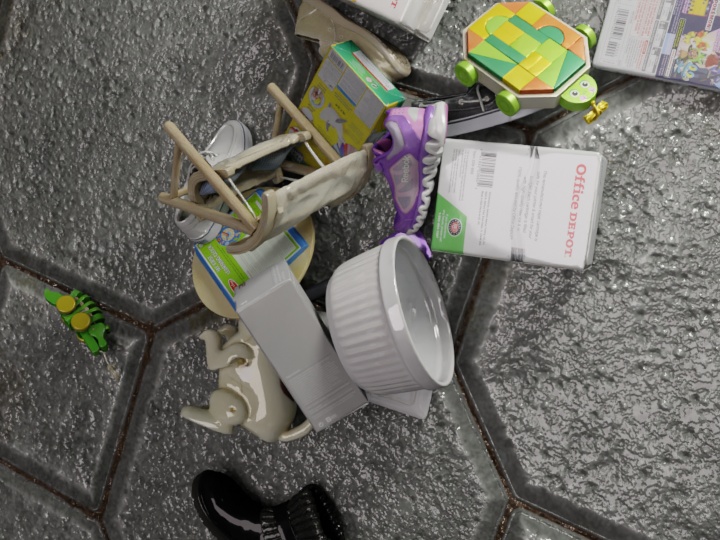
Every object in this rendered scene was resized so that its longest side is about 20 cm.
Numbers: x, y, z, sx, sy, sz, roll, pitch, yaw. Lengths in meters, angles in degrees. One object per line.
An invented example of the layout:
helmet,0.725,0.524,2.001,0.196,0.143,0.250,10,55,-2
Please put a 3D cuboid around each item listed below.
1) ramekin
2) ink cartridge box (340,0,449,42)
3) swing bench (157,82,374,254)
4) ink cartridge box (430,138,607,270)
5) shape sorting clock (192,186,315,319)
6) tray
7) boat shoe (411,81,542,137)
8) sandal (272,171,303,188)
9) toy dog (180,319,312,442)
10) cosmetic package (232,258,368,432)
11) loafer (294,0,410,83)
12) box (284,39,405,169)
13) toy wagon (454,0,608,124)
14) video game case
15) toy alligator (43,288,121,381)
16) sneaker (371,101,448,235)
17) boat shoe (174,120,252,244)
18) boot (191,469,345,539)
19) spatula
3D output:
ramekin,0.037,0.065,1.126,0.105,0.200,0.201,-18,85,20
ink cartridge box,0.039,-0.396,1.149,0.200,0.125,0.129,31,103,18
swing bench,-0.122,-0.123,1.142,0.200,0.199,0.130,36,133,25
ink cartridge box,0.202,-0.084,1.116,0.199,0.084,0.147,9,96,22
shape sorting clock,-0.151,-0.026,1.230,0.199,0.039,0.201,-11,60,20
tray,0.010,0.133,1.238,0.199,0.022,0.108,15,99,21
boat shoe,0.160,-0.221,1.135,0.199,0.074,0.068,-10,103,31
sandal,-0.125,-0.046,1.277,0.075,0.048,0.201,30,90,24
toy dog,-0.142,0.130,1.238,0.193,0.139,0.201,19,95,26
cosmetic package,-0.079,0.095,1.133,0.090,0.107,0.200,-29,110,-1
loafer,-0.014,-0.308,1.207,0.200,0.076,0.068,41,107,26
box,-0.030,-0.198,1.195,0.117,0.048,0.200,50,135,12
toy wagon,0.221,-0.255,1.078,0.155,0.040,0.200,-41,65,-15
video game case,0.397,-0.328,1.061,0.182,0.023,0.201,17,97,21
toy alligator,-0.428,0.090,1.402,0.054,0.059,0.200,-39,74,-23
sneaker,0.056,-0.134,1.136,0.088,0.081,0.201,7,133,-2
boat shoe,-0.212,-0.139,1.256,0.073,0.065,0.201,-2,63,28
boot,-0.132,0.348,1.270,0.158,0.079,0.211,-41,88,25
spatula,0.000,0.000,1.220,0.199,0.021,0.057,-25,82,2
